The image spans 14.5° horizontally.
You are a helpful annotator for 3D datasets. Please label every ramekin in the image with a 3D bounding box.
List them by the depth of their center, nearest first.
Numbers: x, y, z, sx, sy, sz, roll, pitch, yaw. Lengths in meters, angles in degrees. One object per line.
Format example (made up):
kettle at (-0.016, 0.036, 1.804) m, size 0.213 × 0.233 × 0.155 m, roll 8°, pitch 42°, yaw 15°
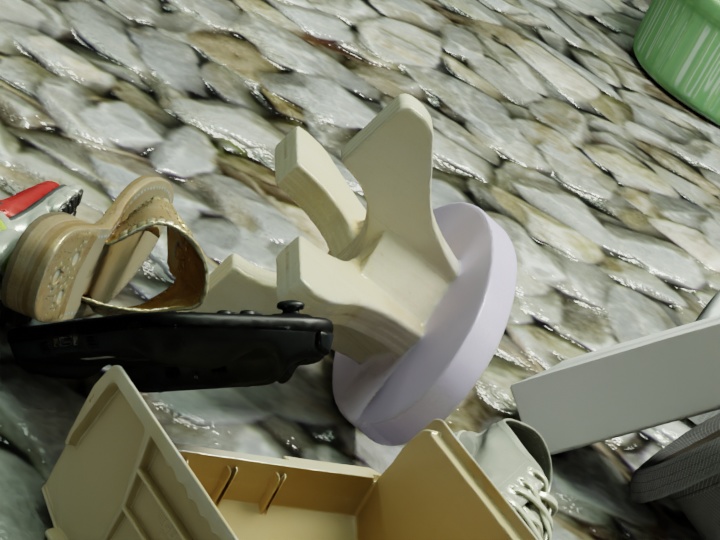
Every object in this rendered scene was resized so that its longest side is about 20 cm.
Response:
ramekin at (0.339, -0.194, 2.505) m, size 0.200 × 0.098 × 0.200 m, roll 26°, pitch 22°, yaw -11°

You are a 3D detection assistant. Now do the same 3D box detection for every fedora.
fedora at (0.249, 0.120, 1.647) m, size 0.090 × 0.177 × 0.200 m, roll 64°, pitch 9°, yaw 2°

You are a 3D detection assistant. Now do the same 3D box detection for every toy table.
toy table at (0.000, 0.000, 1.556) m, size 0.117 × 0.184 × 0.200 m, roll 41°, pitch 8°, yaw -20°

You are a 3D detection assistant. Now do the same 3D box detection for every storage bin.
storage bin at (-0.017, 0.140, 1.298) m, size 0.200 × 0.094 × 0.199 m, roll 11°, pitch 28°, yaw -39°

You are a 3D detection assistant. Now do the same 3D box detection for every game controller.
game controller at (-0.096, 0.034, 1.374) m, size 0.104 × 0.042 × 0.200 m, roll 13°, pitch -10°, yaw -27°

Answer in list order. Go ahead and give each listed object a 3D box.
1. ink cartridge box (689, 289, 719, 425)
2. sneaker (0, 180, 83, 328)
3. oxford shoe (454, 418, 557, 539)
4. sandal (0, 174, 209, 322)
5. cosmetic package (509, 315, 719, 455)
ink cartridge box at (0.299, 0.100, 1.876) m, size 0.200 × 0.057 × 0.163 m, roll 40°, pitch 22°, yaw 3°
sneaker at (-0.205, -0.014, 1.436) m, size 0.085 × 0.077 × 0.200 m, roll 26°, pitch 19°, yaw 10°
oxford shoe at (0.072, 0.130, 1.460) m, size 0.200 × 0.058 × 0.075 m, roll -79°, pitch 146°, yaw -69°
sandal at (-0.115, 0.003, 1.476) m, size 0.070 × 0.078 × 0.212 m, roll 24°, pitch 12°, yaw 12°
cosmetic package at (0.195, 0.057, 1.639) m, size 0.083 × 0.200 × 0.051 m, roll -14°, pitch 86°, yaw -62°
